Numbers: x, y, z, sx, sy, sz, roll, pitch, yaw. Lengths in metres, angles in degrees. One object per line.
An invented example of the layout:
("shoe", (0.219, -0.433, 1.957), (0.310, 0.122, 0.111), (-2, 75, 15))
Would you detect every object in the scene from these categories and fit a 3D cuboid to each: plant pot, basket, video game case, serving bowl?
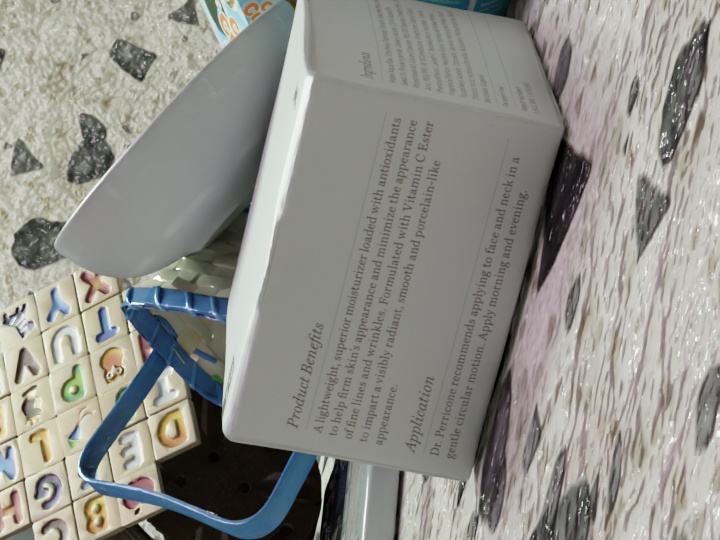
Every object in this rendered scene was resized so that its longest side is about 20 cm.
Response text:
("plant pot", (-0.117, 0.197, 1.651), (0.198, 0.200, 0.201), (111, 169, -52))
("basket", (-0.068, 0.063, 1.431), (0.176, 0.139, 0.200), (13, 59, 45))
("video game case", (-0.004, 0.179, 1.493), (0.182, 0.023, 0.200), (110, 168, -52))
("serving bowl", (-0.088, -0.064, 1.384), (0.200, 0.066, 0.200), (-47, 0, 0))

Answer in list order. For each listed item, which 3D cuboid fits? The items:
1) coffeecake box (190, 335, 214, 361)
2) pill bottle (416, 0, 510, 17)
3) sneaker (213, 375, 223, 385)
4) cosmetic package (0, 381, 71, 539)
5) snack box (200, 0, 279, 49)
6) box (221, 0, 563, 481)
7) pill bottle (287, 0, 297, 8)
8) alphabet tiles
("coffeecake box", (-0.052, -0.020, 1.633), (0.153, 0.073, 0.200), (26, -108, -70))
("pill bottle", (0.044, -0.202, 1.335), (0.111, 0.111, 0.200), (-86, 10, -47))
("sneaker", (-0.096, 0.069, 1.752), (0.084, 0.200, 0.077), (50, 147, 43))
("cosmetic package", (-0.230, 0.164, 1.686), (0.151, 0.052, 0.200), (-62, 5, -10))
("snack box", (-0.064, -0.146, 1.797), (0.200, 0.037, 0.116), (65, 166, -8))
("box", (0.011, -0.026, 1.233), (0.200, 0.130, 0.199), (-96, 19, -68))
("pill bottle", (-0.022, -0.189, 1.876), (0.200, 0.111, 0.111), (108, 170, -47))
("alphabet tiles", (-0.189, 0.092, 1.580), (0.006, 0.166, 0.200), (39, -150, -53))
